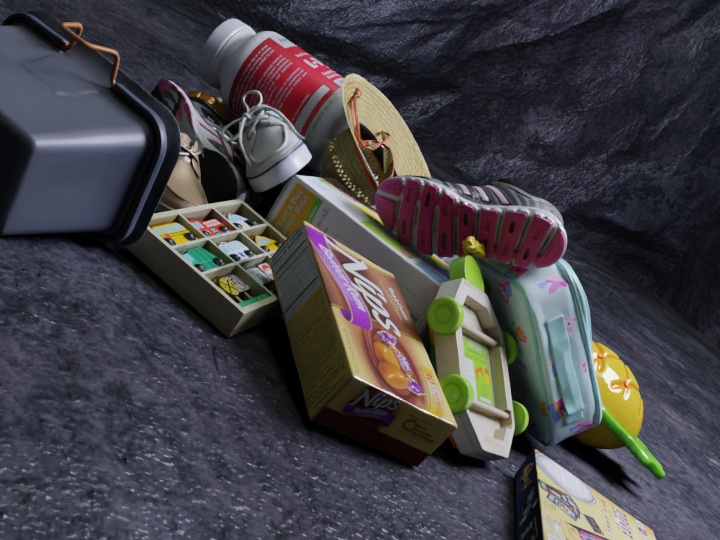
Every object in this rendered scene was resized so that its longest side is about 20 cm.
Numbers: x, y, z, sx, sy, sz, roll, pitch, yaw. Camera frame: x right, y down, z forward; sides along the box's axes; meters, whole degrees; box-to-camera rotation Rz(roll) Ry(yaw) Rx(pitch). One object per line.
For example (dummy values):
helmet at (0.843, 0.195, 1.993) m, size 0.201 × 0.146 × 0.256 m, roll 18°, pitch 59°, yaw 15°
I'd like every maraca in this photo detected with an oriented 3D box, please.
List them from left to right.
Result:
maraca at (0.277, 0.157, 1.142) m, size 0.200 × 0.107 × 0.137 m, roll 49°, pitch 12°, yaw 11°

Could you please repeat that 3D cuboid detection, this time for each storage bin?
storage bin at (-0.255, -0.115, 0.748) m, size 0.199 × 0.146 × 0.134 m, roll 38°, pitch 24°, yaw 18°

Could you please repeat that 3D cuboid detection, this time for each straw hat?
straw hat at (0.002, -0.117, 1.120) m, size 0.201 × 0.085 × 0.202 m, roll 48°, pitch 27°, yaw -34°

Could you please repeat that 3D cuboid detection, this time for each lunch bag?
lunch bag at (0.181, 0.074, 1.024) m, size 0.160 × 0.076 × 0.202 m, roll 36°, pitch -35°, yaw 63°

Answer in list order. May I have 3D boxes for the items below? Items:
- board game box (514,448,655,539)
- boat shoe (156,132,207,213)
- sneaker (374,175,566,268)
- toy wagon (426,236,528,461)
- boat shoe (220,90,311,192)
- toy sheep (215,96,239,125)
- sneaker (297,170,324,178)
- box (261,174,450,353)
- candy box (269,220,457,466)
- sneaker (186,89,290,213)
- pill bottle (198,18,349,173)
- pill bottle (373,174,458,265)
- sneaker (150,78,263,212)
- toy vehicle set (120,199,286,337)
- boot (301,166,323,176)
board game box at (0.191, 0.231, 0.812) m, size 0.135 × 0.035 × 0.200 m, roll 35°, pitch 13°, yaw 1°
boat shoe at (-0.199, -0.112, 1.004) m, size 0.071 × 0.065 × 0.200 m, roll 21°, pitch 20°, yaw -44°
sneaker at (0.113, -0.055, 0.988) m, size 0.198 × 0.075 × 0.087 m, roll 13°, pitch 23°, yaw 18°
toy wagon at (0.104, 0.069, 0.907) m, size 0.155 × 0.039 × 0.202 m, roll 30°, pitch 50°, yaw -58°
boat shoe at (-0.105, -0.147, 1.056) m, size 0.087 × 0.074 × 0.202 m, roll 57°, pitch 4°, yaw -19°
toy sheep at (-0.130, -0.186, 1.312) m, size 0.137 × 0.138 × 0.200 m, roll 21°, pitch 20°, yaw -44°
sneaker at (-0.026, -0.058, 1.187) m, size 0.199 × 0.079 × 0.089 m, roll 33°, pitch -7°, yaw 32°
box at (0.000, 0.000, 1.014) m, size 0.199 × 0.102 × 0.112 m, roll 38°, pitch 14°, yaw 14°
candy box at (-0.003, 0.057, 0.826) m, size 0.116 × 0.056 × 0.201 m, roll 30°, pitch 25°, yaw -33°
sneaker at (-0.157, -0.128, 1.181) m, size 0.199 × 0.079 × 0.077 m, roll 39°, pitch 39°, yaw 7°
pill bottle at (-0.095, -0.216, 1.198) m, size 0.199 × 0.113 × 0.112 m, roll 36°, pitch 13°, yaw 13°
pill bottle at (0.068, -0.027, 1.257) m, size 0.200 × 0.114 × 0.114 m, roll 39°, pitch 14°, yaw 22°
sneaker at (-0.179, -0.125, 1.109) m, size 0.201 × 0.080 × 0.086 m, roll 56°, pitch 16°, yaw 26°
toy vehicle set at (-0.112, -0.008, 0.887) m, size 0.124 × 0.027 × 0.200 m, roll 40°, pitch 18°, yaw 9°
boot at (-0.070, -0.192, 1.403) m, size 0.079 × 0.159 × 0.211 m, roll 19°, pitch 20°, yaw -49°
